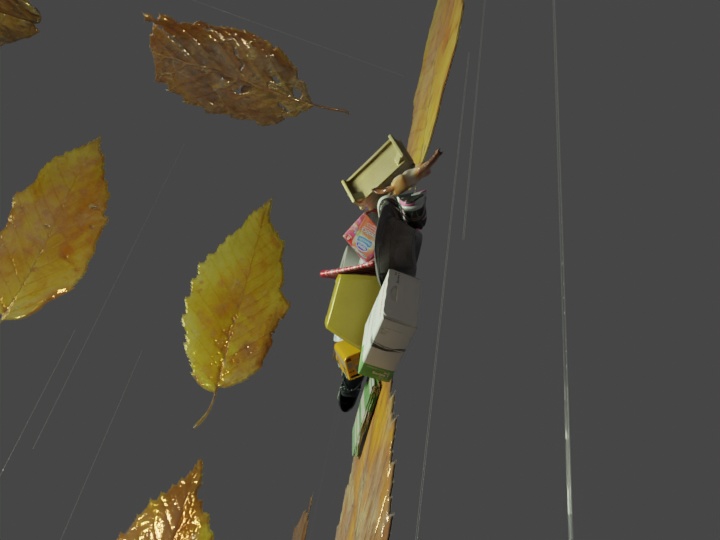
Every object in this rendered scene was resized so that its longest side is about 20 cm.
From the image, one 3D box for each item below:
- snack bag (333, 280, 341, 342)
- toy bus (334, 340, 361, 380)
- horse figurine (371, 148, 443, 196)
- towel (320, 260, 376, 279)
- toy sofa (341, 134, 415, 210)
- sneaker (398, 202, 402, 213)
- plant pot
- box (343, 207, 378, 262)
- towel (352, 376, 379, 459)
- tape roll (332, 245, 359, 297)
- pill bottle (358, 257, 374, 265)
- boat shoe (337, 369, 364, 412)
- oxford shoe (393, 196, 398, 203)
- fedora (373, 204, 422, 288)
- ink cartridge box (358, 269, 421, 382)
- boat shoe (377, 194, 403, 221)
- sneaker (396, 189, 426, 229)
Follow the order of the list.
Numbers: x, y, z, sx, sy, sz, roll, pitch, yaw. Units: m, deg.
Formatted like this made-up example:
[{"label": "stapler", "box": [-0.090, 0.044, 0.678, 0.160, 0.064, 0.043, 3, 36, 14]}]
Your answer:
[{"label": "snack bag", "box": [-0.012, 0.131, 1.662, 0.196, 0.021, 0.197, 10, 99, 48]}, {"label": "toy bus", "box": [-0.028, 0.242, 1.563, 0.200, 0.063, 0.081, -153, 44, -76]}, {"label": "horse figurine", "box": [0.125, -0.241, 1.482, 0.196, 0.051, 0.133, -30, 6, -1]}, {"label": "towel", "box": [0.000, 0.000, 1.564, 0.195, 0.142, 0.023, -12, 78, 38]}, {"label": "toy sofa", "box": [0.051, -0.264, 1.564, 0.199, 0.084, 0.097, -41, -28, 19]}, {"label": "sneaker", "box": [0.125, -0.161, 1.620, 0.091, 0.078, 0.200, -40, 6, 18]}, {"label": "plant pot", "box": [0.005, 0.103, 1.481, 0.200, 0.170, 0.208, -178, 104, -85]}, {"label": "box", "box": [0.037, -0.104, 1.602, 0.094, 0.103, 0.200, -42, -1, 18]}, {"label": "towel", "box": [0.013, 0.361, 1.479, 0.153, 0.023, 0.207, -96, 21, -78]}, {"label": "tape roll", "box": [-0.015, 0.029, 2.125, 0.203, 0.134, 0.210, -163, 89, -85]}, {"label": "pill bottle", "box": [0.027, 0.058, 1.717, 0.114, 0.110, 0.206, -89, 16, -71]}, {"label": "boat shoe", "box": [-0.028, 0.348, 1.711, 0.063, 0.072, 0.205, -93, 15, -53]}, {"label": "oxford shoe", "box": [0.085, -0.167, 1.983, 0.085, 0.070, 0.207, 129, 156, -72]}, {"label": "fedora", "box": [0.094, -0.047, 1.310, 0.203, 0.087, 0.181, 79, -157, -50]}, {"label": "ink cartridge box", "box": [0.064, 0.124, 1.266, 0.149, 0.081, 0.203, -79, 8, -46]}, {"label": "boat shoe", "box": [0.089, -0.089, 1.437, 0.061, 0.071, 0.206, -105, 2, -57]}, {"label": "sneaker", "box": [0.131, -0.146, 1.416, 0.200, 0.077, 0.090, -52, -48, -72]}]
